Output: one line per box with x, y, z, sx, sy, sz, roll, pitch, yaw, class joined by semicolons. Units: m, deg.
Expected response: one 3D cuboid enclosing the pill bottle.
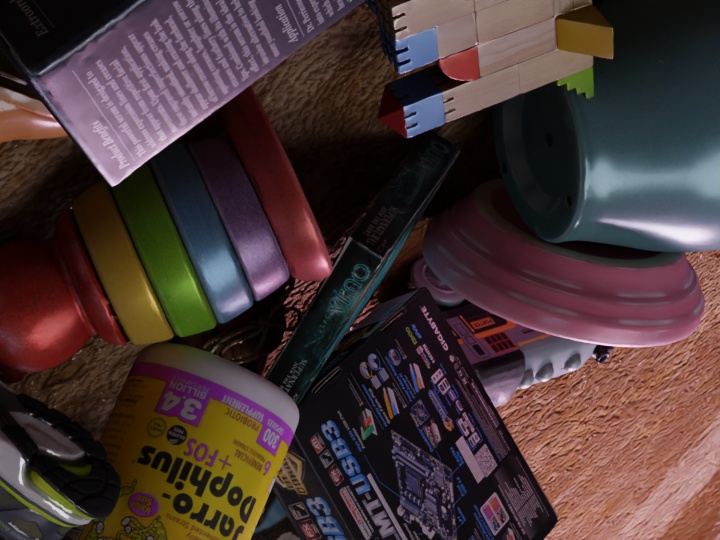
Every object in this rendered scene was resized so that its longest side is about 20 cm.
-0.117;0.150;1.139;0.104;0.104;0.200;57;52;-64;pill bottle

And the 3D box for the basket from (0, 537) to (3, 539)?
-0.189;0.258;1.271;0.198;0.161;0.200;-36;165;-52;basket

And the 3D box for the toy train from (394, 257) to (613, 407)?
0.103;0.043;1.480;0.200;0.114;0.085;-13;144;-41;toy train

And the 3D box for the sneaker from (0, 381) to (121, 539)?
-0.230;0.087;1.069;0.081;0.200;0.074;-43;-167;23;sneaker

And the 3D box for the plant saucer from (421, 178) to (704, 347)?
0.144;-0.013;1.369;0.200;0.200;0.051;-9;121;-45;plant saucer

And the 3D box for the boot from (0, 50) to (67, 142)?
-0.231;-0.049;0.949;0.200;0.077;0.155;-2;134;-47;boot

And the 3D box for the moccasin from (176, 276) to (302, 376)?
-0.078;0.033;1.274;0.074;0.078;0.202;-17;146;-38;moccasin

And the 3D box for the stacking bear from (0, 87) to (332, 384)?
-0.127;-0.007;1.118;0.200;0.114;0.122;-24;111;-4;stacking bear

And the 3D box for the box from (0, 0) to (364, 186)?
-0.085;-0.165;0.877;0.200;0.148;0.107;-36;153;-5;box

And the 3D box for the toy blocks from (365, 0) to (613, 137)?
0.061;-0.165;1.139;0.137;0.100;0.200;-21;138;-12;toy blocks

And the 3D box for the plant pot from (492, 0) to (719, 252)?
0.196;-0.098;1.310;0.188;0.200;0.200;-12;145;-18;plant pot

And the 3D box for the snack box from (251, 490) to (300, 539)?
-0.057;0.212;1.346;0.116;0.200;0.037;-33;171;16;snack box

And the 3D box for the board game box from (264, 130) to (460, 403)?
0.000;0.000;1.265;0.135;0.028;0.200;-59;178;28;board game box

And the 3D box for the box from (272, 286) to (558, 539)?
0.031;0.140;1.326;0.050;0.200;0.198;-22;-168;39;box
